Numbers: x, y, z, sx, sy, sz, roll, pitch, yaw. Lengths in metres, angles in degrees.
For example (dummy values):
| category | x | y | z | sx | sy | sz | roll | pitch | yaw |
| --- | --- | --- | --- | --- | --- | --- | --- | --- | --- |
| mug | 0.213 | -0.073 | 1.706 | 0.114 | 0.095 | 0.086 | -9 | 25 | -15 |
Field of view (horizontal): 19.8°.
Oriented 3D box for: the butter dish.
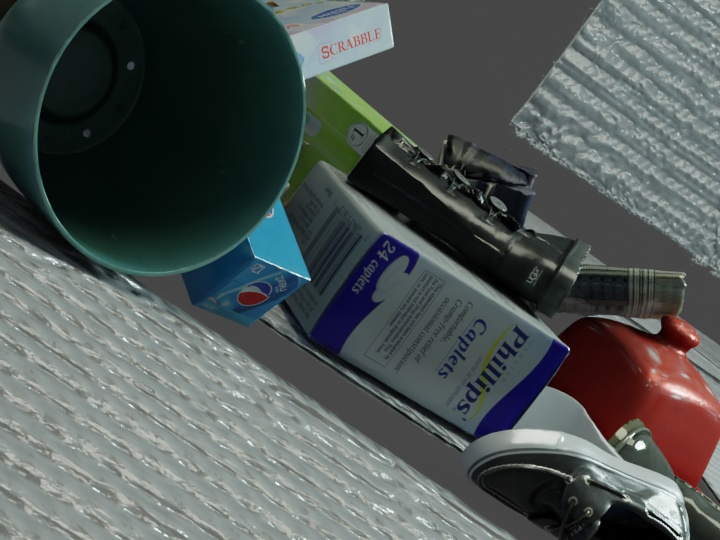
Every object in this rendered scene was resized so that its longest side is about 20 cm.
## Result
| category | x | y | z | sx | sy | sz | roll | pitch | yaw |
| --- | --- | --- | --- | --- | --- | --- | --- | --- | --- |
| butter dish | 0.267 | 0.109 | 1.967 | 0.199 | 0.148 | 0.200 | 29 | 10 | -40 |

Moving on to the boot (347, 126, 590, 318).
| category | x | y | z | sx | sy | sz | roll | pitch | yaw |
| --- | --- | --- | --- | --- | --- | --- | --- | --- | --- |
| boot | 0.091 | -0.043 | 1.715 | 0.199 | 0.066 | 0.165 | 31 | 6 | 4 |

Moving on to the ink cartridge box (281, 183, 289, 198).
| category | x | y | z | sx | sy | sz | roll | pitch | yaw |
| --- | --- | --- | --- | --- | --- | --- | --- | --- | --- |
| ink cartridge box | -0.129 | -0.073 | 1.661 | 0.117 | 0.067 | 0.200 | 36 | 9 | 4 |

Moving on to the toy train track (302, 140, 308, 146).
| category | x | y | z | sx | sy | sz | roll | pitch | yaw |
| --- | --- | --- | --- | --- | --- | --- | --- | --- | --- |
| toy train track | -0.097 | -0.119 | 1.721 | 0.114 | 0.033 | 0.200 | 28 | -1 | -8 |

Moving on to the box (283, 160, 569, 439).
| category | x | y | z | sx | sy | sz | roll | pitch | yaw |
| --- | --- | --- | --- | --- | --- | --- | --- | --- | --- |
| box | 0.038 | 0.026 | 1.661 | 0.200 | 0.105 | 0.184 | 31 | 9 | -25 |

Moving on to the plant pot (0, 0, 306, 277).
| category | x | y | z | sx | sy | sz | roll | pitch | yaw |
| --- | --- | --- | --- | --- | --- | --- | --- | --- | --- |
| plant pot | -0.162 | -0.115 | 1.383 | 0.200 | 0.201 | 0.161 | 29 | 0 | -39 |

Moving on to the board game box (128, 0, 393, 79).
| category | x | y | z | sx | sy | sz | roll | pitch | yaw |
| --- | --- | --- | --- | --- | --- | --- | --- | --- | --- |
| board game box | -0.111 | -0.183 | 1.721 | 0.199 | 0.041 | 0.199 | -24 | 23 | -36 |

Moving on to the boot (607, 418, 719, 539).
| category | x | y | z | sx | sy | sz | roll | pitch | yaw |
| --- | --- | --- | --- | --- | --- | --- | --- | --- | --- |
| boot | 0.288 | 0.220 | 1.731 | 0.200 | 0.073 | 0.182 | 47 | 7 | 25 |

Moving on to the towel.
| category | x | y | z | sx | sy | sz | roll | pitch | yaw |
| --- | --- | --- | --- | --- | --- | --- | --- | --- | --- |
| towel | 0.208 | 0.015 | 1.934 | 0.191 | 0.035 | 0.200 | 3 | -9 | 6 |

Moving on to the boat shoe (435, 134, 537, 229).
| category | x | y | z | sx | sy | sz | roll | pitch | yaw |
| --- | --- | --- | --- | --- | --- | --- | --- | --- | --- |
| boat shoe | 0.090 | -0.022 | 1.822 | 0.092 | 0.201 | 0.075 | 17 | 42 | -3 |

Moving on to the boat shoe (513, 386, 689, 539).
| category | x | y | z | sx | sy | sz | roll | pitch | yaw |
| --- | --- | --- | --- | --- | --- | --- | --- | --- | --- |
| boat shoe | 0.187 | 0.169 | 1.653 | 0.200 | 0.071 | 0.070 | 37 | -19 | 33 |

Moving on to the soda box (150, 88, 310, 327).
| category | x | y | z | sx | sy | sz | roll | pitch | yaw |
| --- | --- | --- | --- | --- | --- | --- | --- | --- | --- |
| soda box | -0.108 | -0.064 | 1.487 | 0.068 | 0.064 | 0.201 | 23 | 37 | -51 |

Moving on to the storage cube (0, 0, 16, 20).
| category | x | y | z | sx | sy | sz | roll | pitch | yaw |
| --- | --- | --- | --- | --- | --- | --- | --- | --- | --- |
| storage cube | -0.247 | -0.272 | 1.850 | 0.179 | 0.172 | 0.200 | 27 | 3 | -44 |

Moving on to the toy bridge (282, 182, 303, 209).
| category | x | y | z | sx | sy | sz | roll | pitch | yaw |
| --- | --- | --- | --- | --- | --- | --- | --- | --- | --- |
| toy bridge | 0.000 | 0.000 | 1.764 | 0.200 | 0.067 | 0.027 | 40 | 6 | -30 |

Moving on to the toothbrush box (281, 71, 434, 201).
| category | x | y | z | sx | sy | sz | roll | pitch | yaw |
| --- | --- | --- | --- | --- | --- | --- | --- | --- | --- |
| toothbrush box | -0.055 | -0.101 | 1.840 | 0.086 | 0.146 | 0.200 | 24 | 15 | -50 |

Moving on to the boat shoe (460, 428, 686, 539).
| category | x | y | z | sx | sy | sz | roll | pitch | yaw |
| --- | --- | --- | --- | --- | --- | --- | --- | --- | --- |
| boat shoe | 0.161 | 0.173 | 1.512 | 0.199 | 0.070 | 0.066 | 23 | 40 | -32 |
